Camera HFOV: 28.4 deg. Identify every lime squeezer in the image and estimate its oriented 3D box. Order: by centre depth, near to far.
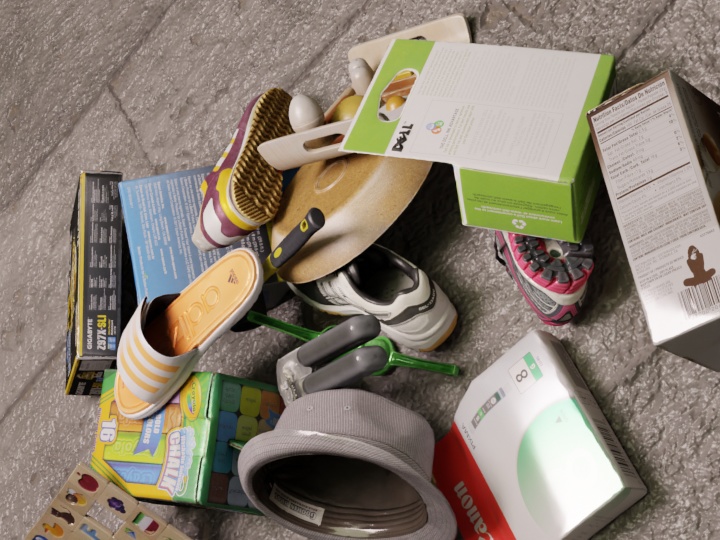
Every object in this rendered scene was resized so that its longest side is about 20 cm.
[{"bbox_3d":[-0.002,0.068,1.304,0.198,0.071,0.038,15,65,11],"label":"lime squeezer"}]

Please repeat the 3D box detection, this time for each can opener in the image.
[{"bbox_3d":[-0.020,0.084,1.266,0.200,0.066,0.054,-32,67,58],"label":"can opener"}]

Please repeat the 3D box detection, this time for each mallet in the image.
[{"bbox_3d":[-0.082,-0.015,1.278,0.200,0.041,0.066,-52,54,51],"label":"mallet"}]

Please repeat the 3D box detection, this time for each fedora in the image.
[{"bbox_3d":[-0.004,0.164,1.225,0.198,0.177,0.091,-5,47,28],"label":"fedora"}]

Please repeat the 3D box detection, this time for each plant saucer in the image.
[{"bbox_3d":[-0.017,-0.077,1.312,0.199,0.035,0.201,-36,27,21],"label":"plant saucer"}]

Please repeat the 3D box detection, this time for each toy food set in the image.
[{"bbox_3d":[0.006,-0.170,1.308,0.142,0.061,0.200,-12,29,36],"label":"toy food set"}]

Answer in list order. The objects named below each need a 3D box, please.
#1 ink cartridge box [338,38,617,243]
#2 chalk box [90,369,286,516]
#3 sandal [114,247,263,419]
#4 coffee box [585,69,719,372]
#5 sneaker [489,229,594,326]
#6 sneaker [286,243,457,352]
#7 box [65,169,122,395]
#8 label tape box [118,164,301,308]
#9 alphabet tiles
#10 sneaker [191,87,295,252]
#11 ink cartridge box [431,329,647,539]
[{"bbox_3d":[0.102,-0.114,1.186,0.198,0.076,0.149,9,53,21],"label":"ink cartridge box"},{"bbox_3d":[-0.143,0.163,1.350,0.198,0.124,0.125,-2,76,37],"label":"chalk box"},{"bbox_3d":[-0.173,0.048,1.285,0.207,0.059,0.080,-46,53,22],"label":"sandal"},{"bbox_3d":[0.255,-0.036,1.089,0.079,0.114,0.202,-27,60,30],"label":"coffee box"},{"bbox_3d":[0.135,-0.040,1.218,0.080,0.075,0.201,-11,49,-8],"label":"sneaker"},{"bbox_3d":[0.000,0.000,1.293,0.199,0.088,0.076,20,66,37],"label":"sneaker"},{"bbox_3d":[-0.282,0.017,1.501,0.160,0.049,0.202,128,142,-68],"label":"box"},{"bbox_3d":[-0.131,-0.032,1.419,0.198,0.063,0.146,-10,64,-7],"label":"label tape box"},{"bbox_3d":[-0.238,0.280,1.379,0.200,0.167,0.008,-49,7,43],"label":"alphabet tiles"},{"bbox_3d":[-0.112,-0.101,1.380,0.090,0.075,0.201,-31,23,35],"label":"sneaker"},{"bbox_3d":[0.120,0.173,1.182,0.200,0.050,0.162,-42,54,20],"label":"ink cartridge box"}]
